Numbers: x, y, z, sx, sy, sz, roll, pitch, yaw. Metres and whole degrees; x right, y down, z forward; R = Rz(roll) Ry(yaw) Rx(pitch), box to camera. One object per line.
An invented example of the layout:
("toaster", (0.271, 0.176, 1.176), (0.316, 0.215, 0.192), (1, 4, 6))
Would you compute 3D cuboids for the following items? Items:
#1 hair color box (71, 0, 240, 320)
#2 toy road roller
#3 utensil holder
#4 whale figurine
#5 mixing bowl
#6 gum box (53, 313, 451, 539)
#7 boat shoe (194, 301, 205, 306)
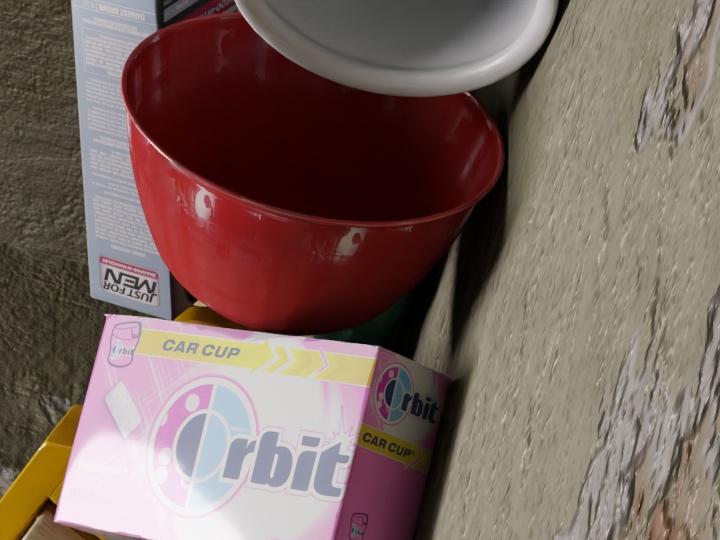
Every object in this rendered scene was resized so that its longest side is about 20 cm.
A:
("hair color box", (-0.105, -0.086, 1.510), (0.099, 0.060, 0.201), (-40, -42, -49))
("toy road roller", (-0.112, 0.109, 1.576), (0.200, 0.123, 0.146), (-51, 3, 25))
("utensil holder", (0.030, -0.219, 1.402), (0.170, 0.169, 0.201), (114, 170, -54))
("whale figurine", (0.000, 0.000, 1.578), (0.160, 0.103, 0.201), (-81, -16, -45))
("mixing bowl", (-0.035, -0.037, 1.413), (0.200, 0.199, 0.109), (-85, 9, -58))
("gum box", (-0.062, 0.092, 1.401), (0.199, 0.066, 0.114), (5, 77, 38))
("boat shoe", (-0.086, -0.037, 1.760), (0.200, 0.070, 0.071), (-88, -15, -71))
